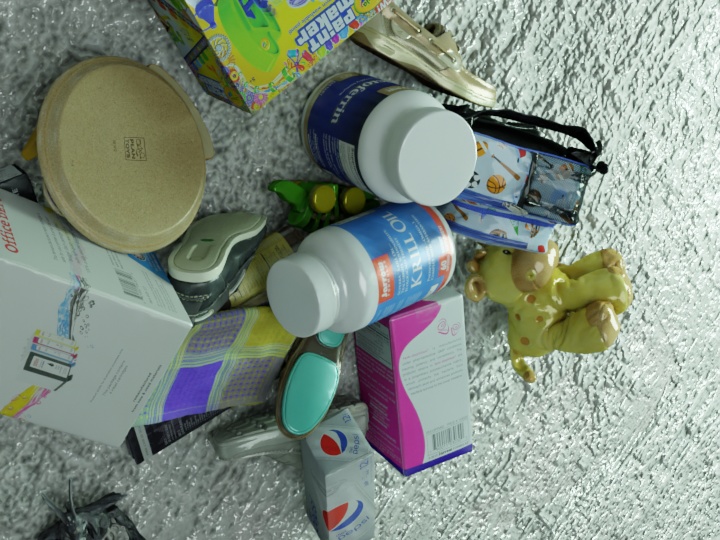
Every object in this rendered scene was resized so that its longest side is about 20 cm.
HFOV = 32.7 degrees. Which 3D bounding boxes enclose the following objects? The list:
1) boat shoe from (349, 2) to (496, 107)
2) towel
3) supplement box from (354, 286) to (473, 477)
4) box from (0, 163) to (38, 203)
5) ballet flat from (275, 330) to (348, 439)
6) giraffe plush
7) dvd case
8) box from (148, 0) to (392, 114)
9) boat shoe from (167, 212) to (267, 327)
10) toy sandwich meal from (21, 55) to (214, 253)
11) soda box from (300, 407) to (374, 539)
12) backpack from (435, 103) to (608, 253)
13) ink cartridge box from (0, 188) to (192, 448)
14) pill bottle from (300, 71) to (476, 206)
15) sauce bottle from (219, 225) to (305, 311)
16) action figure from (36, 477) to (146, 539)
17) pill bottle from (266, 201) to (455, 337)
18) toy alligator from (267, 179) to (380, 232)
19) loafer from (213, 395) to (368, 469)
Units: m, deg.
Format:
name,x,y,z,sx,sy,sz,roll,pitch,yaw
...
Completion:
name,x,y,z,sx,sy,sz,roll,pitch,yaw
boat shoe,0.082,-0.240,1.355,0.198,0.071,0.065,23,94,-33
towel,-0.151,0.098,1.276,0.198,0.023,0.145,-3,131,-48
supplement box,0.061,0.119,1.441,0.100,0.103,0.203,-16,115,-25
box,-0.383,0.028,1.171,0.196,0.050,0.203,-25,118,-22
ballet flat,-0.055,0.092,1.360,0.067,0.072,0.203,24,71,-25
giraffe plush,0.210,0.015,1.490,0.199,0.174,0.163,-32,115,22
dvd case,-0.169,0.114,1.312,0.198,0.016,0.150,-31,147,-21
box,-0.101,-0.298,1.194,0.199,0.122,0.194,-41,123,-14
boat shoe,-0.145,-0.009,1.243,0.070,0.200,0.069,5,114,12
toy sandwich meal,-0.229,-0.111,1.164,0.203,0.070,0.209,11,73,-42
soda box,-0.025,0.247,1.398,0.063,0.069,0.202,-22,145,-17
backpack,0.145,-0.111,1.379,0.188,0.200,0.156,20,94,-21
ink cartridge box,-0.285,0.039,1.105,0.198,0.148,0.146,24,108,-35
pill bottle,0.028,-0.136,1.278,0.114,0.199,0.118,-10,111,-28
sauce bottle,-0.143,0.023,1.309,0.198,0.065,0.066,-30,119,-18
action figure,-0.269,0.317,1.305,0.118,0.102,0.202,-32,122,-6
pill bottle,0.000,0.000,1.293,0.199,0.111,0.114,-24,118,-41
toy alligator,-0.019,-0.068,1.353,0.198,0.059,0.055,1,99,-39
loafer,-0.075,0.195,1.402,0.197,0.070,0.071,-8,101,-30
